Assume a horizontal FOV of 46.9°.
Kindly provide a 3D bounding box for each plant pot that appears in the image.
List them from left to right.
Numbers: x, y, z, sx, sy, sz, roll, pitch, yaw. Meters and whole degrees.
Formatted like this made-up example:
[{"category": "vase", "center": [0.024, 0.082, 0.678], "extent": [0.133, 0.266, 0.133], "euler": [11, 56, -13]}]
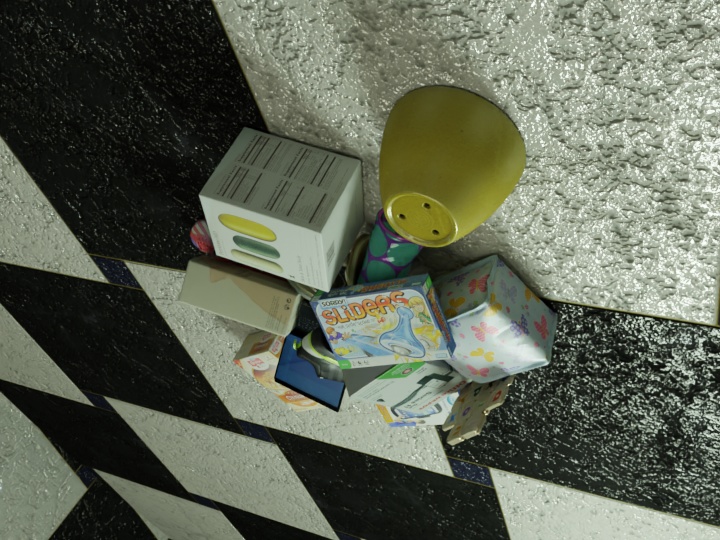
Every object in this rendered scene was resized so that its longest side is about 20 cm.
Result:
[{"category": "plant pot", "center": [0.102, -0.118, 1.091], "extent": [0.198, 0.143, 0.201], "euler": [19, 146, 13]}]

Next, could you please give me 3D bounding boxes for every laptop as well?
[{"category": "laptop", "center": [-0.110, 0.147, 1.582], "extent": [0.176, 0.104, 0.201], "euler": [19, 149, 34]}]

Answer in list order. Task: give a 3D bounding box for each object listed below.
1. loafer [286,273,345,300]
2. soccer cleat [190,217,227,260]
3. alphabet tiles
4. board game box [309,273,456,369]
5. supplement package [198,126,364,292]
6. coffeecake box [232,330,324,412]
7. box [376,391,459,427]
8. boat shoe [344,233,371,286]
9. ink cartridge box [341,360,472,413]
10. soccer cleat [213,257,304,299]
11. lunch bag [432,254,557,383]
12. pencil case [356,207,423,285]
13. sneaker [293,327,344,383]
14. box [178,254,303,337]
[{"category": "loafer", "center": [-0.100, -0.023, 1.408], "extent": [0.200, 0.075, 0.070], "euler": [42, 140, 5]}, {"category": "soccer cleat", "center": [-0.260, -0.052, 1.496], "extent": [0.199, 0.077, 0.067], "euler": [-1, 139, 48]}, {"category": "alphabet tiles", "center": [0.210, 0.206, 1.409], "extent": [0.015, 0.201, 0.196], "euler": [37, 146, -5]}, {"category": "board game box", "center": [0.034, 0.082, 1.283], "extent": [0.198, 0.035, 0.136], "euler": [-10, 117, 30]}, {"category": "supplement package", "center": [-0.114, -0.093, 1.273], "extent": [0.198, 0.151, 0.152], "euler": [18, 147, 15]}, {"category": "coffeecake box", "center": [-0.155, 0.217, 1.811], "extent": [0.200, 0.073, 0.153], "euler": [42, 146, -21]}, {"category": "box", "center": [0.134, 0.265, 1.655], "extent": [0.198, 0.042, 0.119], "euler": [-6, 140, 20]}, {"category": "boat shoe", "center": [0.002, -0.001, 1.402], "extent": [0.063, 0.073, 0.201], "euler": [47, 162, 27]}, {"category": "ink cartridge box", "center": [0.084, 0.172, 1.453], "extent": [0.146, 0.084, 0.199], "euler": [-38, 142, 28]}, {"category": "soccer cleat", "center": [-0.192, 0.015, 1.536], "extent": [0.198, 0.069, 0.085], "euler": [11, -178, 4]}, {"category": "lunch bag", "center": [0.185, 0.085, 1.334], "extent": [0.169, 0.128, 0.199], "euler": [40, 136, -23]}, {"category": "pencil case", "center": [0.047, -0.001, 1.299], "extent": [0.092, 0.085, 0.201], "euler": [24, 129, 12]}, {"category": "sneaker", "center": [-0.041, 0.167, 1.505], "extent": [0.082, 0.072, 0.200], "euler": [-29, 126, 30]}, {"category": "box", "center": [-0.205, 0.043, 1.449], "extent": [0.198, 0.078, 0.095], "euler": [18, -172, 2]}]
